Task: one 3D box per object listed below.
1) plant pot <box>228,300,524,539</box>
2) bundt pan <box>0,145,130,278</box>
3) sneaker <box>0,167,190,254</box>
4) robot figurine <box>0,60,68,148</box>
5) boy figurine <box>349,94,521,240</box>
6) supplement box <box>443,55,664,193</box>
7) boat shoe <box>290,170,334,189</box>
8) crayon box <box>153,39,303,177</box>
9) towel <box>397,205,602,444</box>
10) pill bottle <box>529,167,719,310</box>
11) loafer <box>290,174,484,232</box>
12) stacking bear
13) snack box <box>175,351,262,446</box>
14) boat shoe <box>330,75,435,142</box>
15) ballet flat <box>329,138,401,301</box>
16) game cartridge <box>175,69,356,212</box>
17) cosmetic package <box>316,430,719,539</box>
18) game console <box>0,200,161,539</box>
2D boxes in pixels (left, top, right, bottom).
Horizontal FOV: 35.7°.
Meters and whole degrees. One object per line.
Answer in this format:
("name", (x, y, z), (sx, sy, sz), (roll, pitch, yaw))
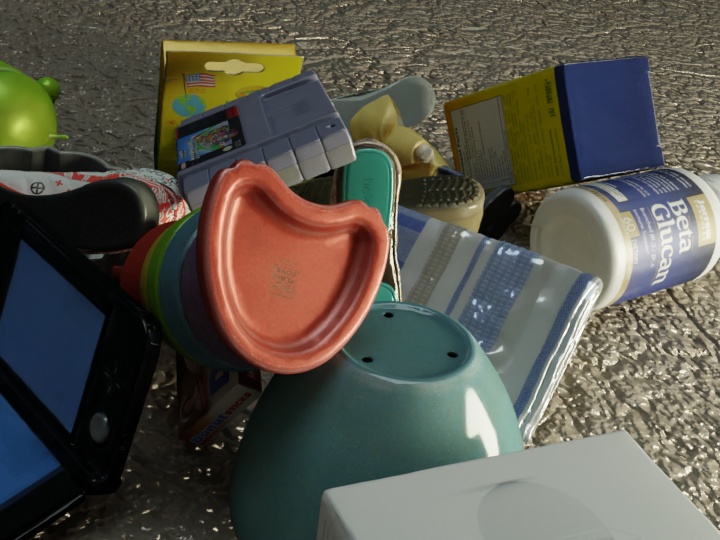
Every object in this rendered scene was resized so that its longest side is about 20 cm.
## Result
("plant pot", (0.019, 0.100, 0.720), (0.199, 0.135, 0.200), (6, 29, -3))
("bundt pan", (-0.274, -0.023, 0.917), (0.201, 0.076, 0.202), (7, 32, -4))
("sneaker", (-0.226, -0.044, 0.843), (0.201, 0.068, 0.108), (1, 6, 17))
("robot figurine", (-0.380, -0.154, 1.089), (0.200, 0.116, 0.175), (26, 35, 29))
("boy figurine", (0.069, -0.103, 1.121), (0.200, 0.064, 0.124), (44, -1, 31))
("supplement box", (0.187, -0.137, 1.114), (0.109, 0.109, 0.200), (-10, 3, -30))
("boat shoe", (-0.028, -0.094, 1.115), (0.072, 0.068, 0.200), (14, 30, 12))
("crayon box", (-0.129, -0.154, 1.064), (0.126, 0.200, 0.051), (0, 59, -14))
("towel", (0.072, 0.036, 0.869), (0.199, 0.024, 0.147), (23, 76, 28))
("pill bottle", (0.265, -0.035, 1.037), (0.199, 0.111, 0.111), (-14, 36, -32))
("loafer", (0.012, -0.040, 0.981), (0.199, 0.068, 0.076), (1, 33, 21))
("stacking bear", (-0.092, 0.006, 0.716), (0.121, 0.114, 0.200), (19, -11, -31))
("snack box", (-0.109, 0.029, 0.828), (0.024, 0.072, 0.200), (27, 35, -33))
("boat shoe", (-0.008, -0.164, 1.256), (0.199, 0.071, 0.064), (-22, 8, -29))
("ballet flat", (0.000, 0.000, 0.855), (0.068, 0.201, 0.067), (9, 7, -7))
("game cartridge", (-0.080, -0.103, 0.866), (0.129, 0.039, 0.200), (-18, 24, -3))
("cosmetic package", (0.101, 0.203, 0.570), (0.199, 0.123, 0.200), (-6, 31, -23))
("game console", (-0.242, 0.068, 0.710), (0.116, 0.176, 0.200), (0, 26, -47))
